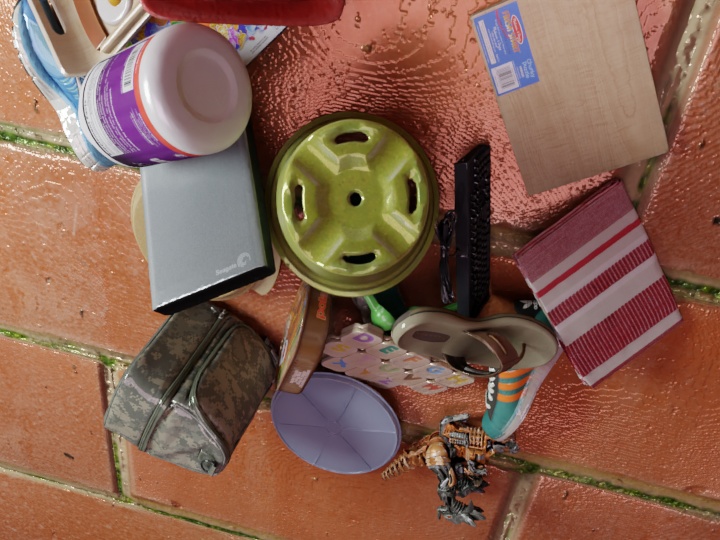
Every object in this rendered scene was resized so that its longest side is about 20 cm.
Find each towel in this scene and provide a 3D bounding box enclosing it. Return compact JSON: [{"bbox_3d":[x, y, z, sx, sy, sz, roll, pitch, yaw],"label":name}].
[{"bbox_3d":[0.271,0.020,0.753,0.143,0.023,0.202,-34,111,1],"label":"towel"}]

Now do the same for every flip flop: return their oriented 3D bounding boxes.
[{"bbox_3d":[0.128,0.086,0.733,0.195,0.058,0.082,11,130,-21],"label":"flip flop"}]

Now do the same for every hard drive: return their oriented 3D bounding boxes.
[{"bbox_3d":[-0.166,-0.069,0.710,0.137,0.205,0.033,-20,158,17],"label":"hard drive"}]

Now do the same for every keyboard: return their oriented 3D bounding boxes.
[{"bbox_3d":[0.118,-0.027,0.731,0.020,0.127,0.204,14,126,33],"label":"keyboard"}]

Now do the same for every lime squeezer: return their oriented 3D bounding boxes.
[{"bbox_3d":[0.053,0.040,0.795,0.195,0.073,0.038,14,167,-21],"label":"lime squeezer"}]

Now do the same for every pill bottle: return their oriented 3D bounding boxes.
[{"bbox_3d":[-0.200,-0.163,0.655,0.197,0.112,0.114,2,127,46],"label":"pill bottle"}]

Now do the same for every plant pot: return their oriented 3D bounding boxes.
[{"bbox_3d":[-0.007,-0.068,0.654,0.194,0.184,0.207,0,93,-2],"label":"plant pot"}]

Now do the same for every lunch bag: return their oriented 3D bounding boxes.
[{"bbox_3d":[-0.208,0.150,0.877,0.166,0.201,0.140,34,126,-5],"label":"lunch bag"}]

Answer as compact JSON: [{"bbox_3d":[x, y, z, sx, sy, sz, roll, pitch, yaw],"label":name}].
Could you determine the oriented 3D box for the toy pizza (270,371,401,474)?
[{"bbox_3d":[-0.035,0.218,0.970,0.195,0.032,0.204,8,126,11],"label":"toy pizza"}]

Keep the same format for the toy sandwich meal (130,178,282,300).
[{"bbox_3d":[-0.186,-0.052,0.827,0.200,0.071,0.210,9,123,14],"label":"toy sandwich meal"}]

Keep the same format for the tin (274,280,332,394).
[{"bbox_3d":[-0.071,0.081,0.827,0.041,0.114,0.201,16,148,-9],"label":"tin"}]

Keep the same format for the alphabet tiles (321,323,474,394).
[{"bbox_3d":[0.047,0.115,0.839,0.197,0.015,0.194,26,146,-30],"label":"alphabet tiles"}]

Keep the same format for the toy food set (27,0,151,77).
[{"bbox_3d":[-0.258,-0.310,0.653,0.198,0.060,0.146,-32,82,29],"label":"toy food set"}]

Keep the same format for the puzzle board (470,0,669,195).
[{"bbox_3d":[0.212,-0.188,0.673,0.147,0.018,0.203,-15,115,23],"label":"puzzle board"}]

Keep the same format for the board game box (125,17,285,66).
[{"bbox_3d":[-0.154,-0.273,0.693,0.198,0.045,0.135,-34,108,29],"label":"board game box"}]

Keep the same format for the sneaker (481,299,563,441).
[{"bbox_3d":[0.186,0.121,0.839,0.078,0.072,0.204,21,115,0],"label":"sneaker"}]

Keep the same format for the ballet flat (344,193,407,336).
[{"bbox_3d":[0.000,0.000,0.814,0.070,0.072,0.204,-11,116,19],"label":"ballet flat"}]

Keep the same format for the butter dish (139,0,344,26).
[{"bbox_3d":[-0.085,-0.310,0.539,0.194,0.148,0.206,-6,106,-21],"label":"butter dish"}]

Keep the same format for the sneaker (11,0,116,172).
[{"bbox_3d":[-0.313,-0.220,0.762,0.088,0.079,0.203,-21,119,4],"label":"sneaker"}]

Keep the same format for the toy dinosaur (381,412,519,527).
[{"bbox_3d":[0.128,0.268,0.944,0.197,0.102,0.139,-12,103,41],"label":"toy dinosaur"}]
